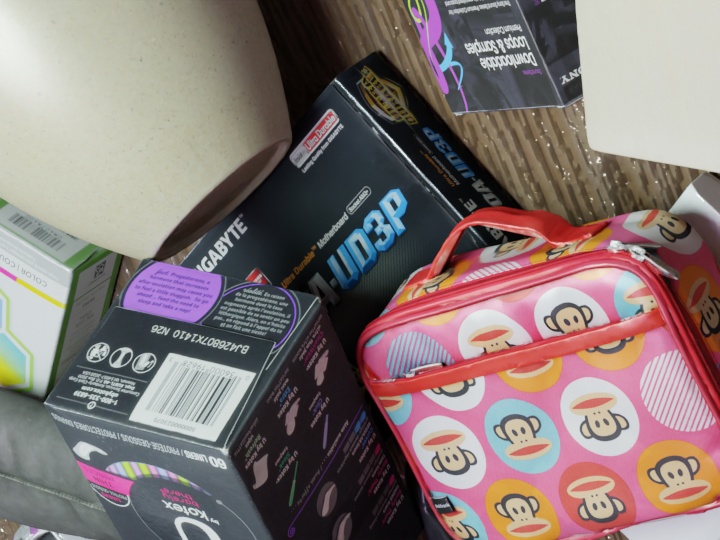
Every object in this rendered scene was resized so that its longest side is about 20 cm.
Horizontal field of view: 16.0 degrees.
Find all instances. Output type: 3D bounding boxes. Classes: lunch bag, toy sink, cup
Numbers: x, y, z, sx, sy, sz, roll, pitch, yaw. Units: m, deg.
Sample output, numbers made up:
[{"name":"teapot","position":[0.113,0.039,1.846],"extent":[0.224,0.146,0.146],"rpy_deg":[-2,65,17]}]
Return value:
[{"name":"lunch bag","position":[0.102,0.047,1.313],"extent":[0.199,0.082,0.177],"rpy_deg":[-17,108,36]},{"name":"toy sink","position":[0.177,-0.157,1.173],"extent":[0.130,0.112,0.201],"rpy_deg":[11,125,32]},{"name":"cup","position":[-0.120,-0.090,1.369],"extent":[0.143,0.200,0.200],"rpy_deg":[49,132,5]}]

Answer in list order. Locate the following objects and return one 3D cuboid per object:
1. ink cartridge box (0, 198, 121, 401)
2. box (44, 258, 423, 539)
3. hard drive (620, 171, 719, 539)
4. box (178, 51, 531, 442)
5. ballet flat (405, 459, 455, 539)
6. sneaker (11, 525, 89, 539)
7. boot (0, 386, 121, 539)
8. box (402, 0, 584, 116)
[{"name":"ink cartridge box","position":[-0.221,0.039,1.610],"extent":[0.103,0.059,0.201],"rpy_deg":[32,129,18]},{"name":"box","position":[-0.063,0.105,1.359],"extent":[0.122,0.106,0.201],"rpy_deg":[12,144,31]},{"name":"hard drive","position":[0.175,0.060,1.347],"extent":[0.132,0.027,0.200],"rpy_deg":[43,131,10]},{"name":"box","position":[0.000,0.000,1.432],"extent":[0.159,0.046,0.200],"rpy_deg":[48,132,5]},{"name":"ballet flat","position":[0.079,0.177,1.462],"extent":[0.073,0.073,0.201],"rpy_deg":[-12,112,40]},{"name":"sneaker","position":[-0.231,0.221,1.659],"extent":[0.078,0.140,0.200],"rpy_deg":[44,132,9]},{"name":"boot","position":[-0.166,0.095,1.504],"extent":[0.199,0.072,0.183],"rpy_deg":[24,129,41]},{"name":"box","position":[0.045,-0.174,1.270],"extent":[0.201,0.036,0.143],"rpy_deg":[67,163,-11]}]
